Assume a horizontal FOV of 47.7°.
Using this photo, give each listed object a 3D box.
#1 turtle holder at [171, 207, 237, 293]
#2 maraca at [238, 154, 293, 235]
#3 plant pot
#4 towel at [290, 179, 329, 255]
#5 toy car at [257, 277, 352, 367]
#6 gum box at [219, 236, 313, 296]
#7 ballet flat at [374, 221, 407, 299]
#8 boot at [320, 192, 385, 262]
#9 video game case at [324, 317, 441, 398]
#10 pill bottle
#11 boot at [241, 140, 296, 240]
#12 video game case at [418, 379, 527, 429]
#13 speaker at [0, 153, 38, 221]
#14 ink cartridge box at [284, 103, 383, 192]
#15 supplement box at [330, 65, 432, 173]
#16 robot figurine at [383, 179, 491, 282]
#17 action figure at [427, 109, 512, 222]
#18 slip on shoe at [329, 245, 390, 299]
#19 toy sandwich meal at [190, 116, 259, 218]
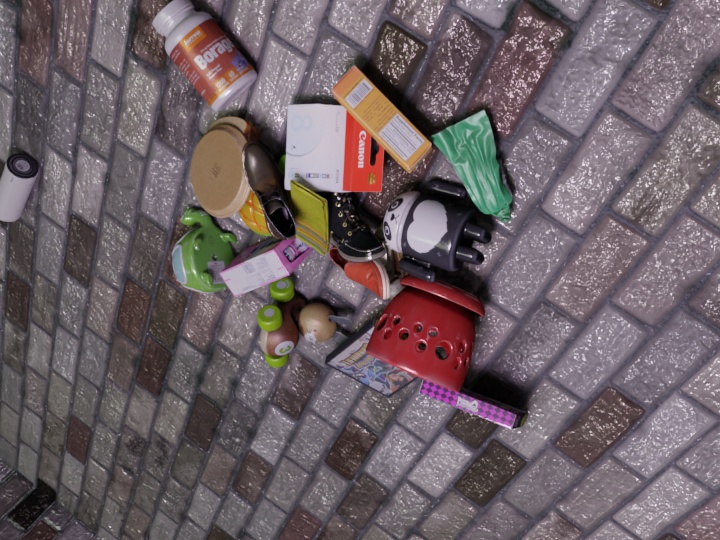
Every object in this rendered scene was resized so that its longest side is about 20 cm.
[{"bbox_3d":[-0.370,-0.038,1.848,0.131,0.141,0.187,-10,116,38],"label":"turtle holder"},{"bbox_3d":[-0.176,-0.151,1.667,0.199,0.107,0.138,-30,90,34],"label":"maraca"},{"bbox_3d":[0.129,0.113,1.570,0.198,0.200,0.185,19,86,21],"label":"plant pot"},{"bbox_3d":[-0.101,-0.100,1.592,0.085,0.018,0.201,30,156,13],"label":"towel"},{"bbox_3d":[-0.112,0.130,1.806,0.197,0.159,0.165,11,140,12],"label":"toy car"},{"bbox_3d":[-0.199,-0.023,1.765,0.199,0.114,0.067,-20,110,41],"label":"gum box"},{"bbox_3d":[0.060,-0.003,1.646,0.070,0.071,0.202,9,126,27],"label":"ballet flat"},{"bbox_3d":[-0.026,-0.111,1.577,0.203,0.073,0.156,36,142,56],"label":"boot"},{"bbox_3d":[0.047,0.196,1.779,0.180,0.026,0.200,30,136,-19],"label":"video game case"},{"bbox_3d":[-0.300,-0.416,1.555,0.201,0.112,0.112,50,133,-8],"label":"pill bottle"},{"bbox_3d":[-0.167,-0.150,1.556,0.202,0.074,0.097,69,167,-19],"label":"boot"},{"bbox_3d":[0.235,0.272,1.667,0.198,0.181,0.036,19,87,20],"label":"video game case"},{"bbox_3d":[-0.897,-0.211,2.109,0.081,0.081,0.200,43,134,-2],"label":"speaker"},{"bbox_3d":[-0.051,-0.228,1.521,0.198,0.047,0.163,5,93,33],"label":"ink cartridge box"},{"bbox_3d":[0.039,-0.267,1.449,0.069,0.067,0.200,-42,88,5],"label":"supplement box"},{"bbox_3d":[0.138,-0.073,1.502,0.198,0.151,0.126,21,142,22],"label":"robot figurine"},{"bbox_3d":[0.215,-0.172,1.433,0.117,0.055,0.202,-19,106,38],"label":"action figure"},{"bbox_3d":[0.000,0.000,1.626,0.200,0.061,0.075,45,148,46],"label":"slip on shoe"},{"bbox_3d":[-0.269,-0.208,1.658,0.203,0.070,0.208,2,93,39],"label":"toy sandwich meal"}]
